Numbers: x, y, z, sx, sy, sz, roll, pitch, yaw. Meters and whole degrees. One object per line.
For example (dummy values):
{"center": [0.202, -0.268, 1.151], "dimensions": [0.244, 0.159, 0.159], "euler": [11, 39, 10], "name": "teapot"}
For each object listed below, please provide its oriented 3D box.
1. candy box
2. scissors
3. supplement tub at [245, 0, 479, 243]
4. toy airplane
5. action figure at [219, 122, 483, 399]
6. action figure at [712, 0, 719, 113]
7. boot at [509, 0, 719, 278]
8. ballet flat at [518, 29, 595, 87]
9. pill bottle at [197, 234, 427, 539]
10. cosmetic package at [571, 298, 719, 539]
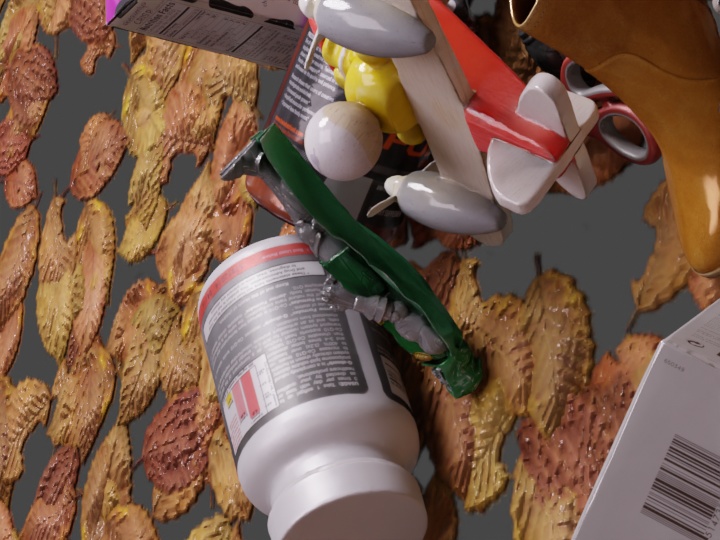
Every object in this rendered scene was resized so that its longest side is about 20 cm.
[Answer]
{"center": [-0.069, -0.209, 1.449], "dimensions": [0.061, 0.199, 0.137], "euler": [-33, 53, 49], "name": "candy box"}
{"center": [0.110, -0.094, 1.272], "dimensions": [0.200, 0.014, 0.073], "euler": [4, 124, 61], "name": "scissors"}
{"center": [0.008, -0.122, 1.385], "dimensions": [0.107, 0.107, 0.201], "euler": [43, 116, 54], "name": "supplement tub"}
{"center": [0.037, -0.091, 1.232], "dimensions": [0.141, 0.200, 0.199], "euler": [-35, 8, -7], "name": "toy airplane"}
{"center": [0.000, 0.000, 1.306], "dimensions": [0.055, 0.200, 0.118], "euler": [-45, 6, 3], "name": "action figure"}
{"center": [0.214, -0.123, 1.069], "dimensions": [0.119, 0.102, 0.201], "euler": [-30, 81, 41], "name": "action figure"}
{"center": [0.139, -0.104, 1.134], "dimensions": [0.071, 0.143, 0.202], "euler": [-16, 67, 56], "name": "boot"}
{"center": [0.165, -0.183, 1.225], "dimensions": [0.200, 0.057, 0.067], "euler": [-47, 15, 33], "name": "ballet flat"}
{"center": [-0.029, 0.085, 1.368], "dimensions": [0.116, 0.115, 0.201], "euler": [-53, 40, 36], "name": "pill bottle"}
{"center": [0.170, 0.074, 0.971], "dimensions": [0.085, 0.200, 0.108], "euler": [27, 108, 17], "name": "cosmetic package"}
